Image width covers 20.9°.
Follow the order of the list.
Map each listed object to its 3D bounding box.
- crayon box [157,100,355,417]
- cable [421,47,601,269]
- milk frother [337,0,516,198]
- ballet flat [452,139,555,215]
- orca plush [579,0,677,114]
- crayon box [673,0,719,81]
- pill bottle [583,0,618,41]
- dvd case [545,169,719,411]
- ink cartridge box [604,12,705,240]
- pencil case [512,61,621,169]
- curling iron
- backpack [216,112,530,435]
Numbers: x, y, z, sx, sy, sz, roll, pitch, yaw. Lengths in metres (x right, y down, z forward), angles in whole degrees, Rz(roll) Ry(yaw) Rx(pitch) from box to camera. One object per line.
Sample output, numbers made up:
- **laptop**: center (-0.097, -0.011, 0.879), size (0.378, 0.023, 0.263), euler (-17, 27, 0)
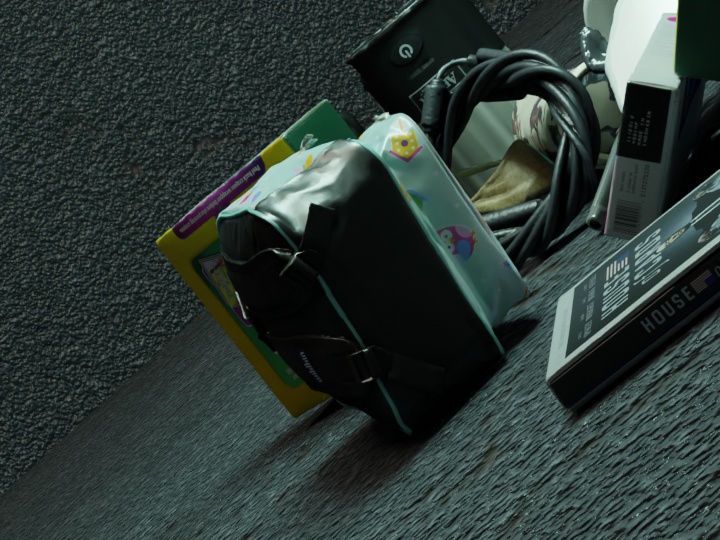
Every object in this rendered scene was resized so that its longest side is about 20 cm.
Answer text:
- **crayon box**: center (-0.036, -0.003, 1.417), size (0.058, 0.173, 0.200), euler (-43, 6, -39)
- **cable**: center (0.096, -0.076, 1.382), size (0.199, 0.050, 0.165), euler (21, 91, 55)
- **milk frother**: center (0.085, -0.146, 1.672), size (0.180, 0.189, 0.200), euler (-35, 8, 36)
- **ballet flat**: center (0.067, -0.030, 1.480), size (0.200, 0.073, 0.068), euler (-39, -18, 25)
- **orca plush**: center (0.206, -0.170, 1.337), size (0.105, 0.071, 0.201), euler (-32, 48, 24)
- **crayon box**: center (0.224, -0.232, 1.108), size (0.201, 0.058, 0.174), euler (-64, -21, -50)
- **pill bottle**: center (0.268, -0.238, 1.519), size (0.200, 0.114, 0.114), euler (-46, 8, -37)
- **dvd case**: center (0.177, -0.019, 0.974), size (0.199, 0.025, 0.150), euler (-39, 6, 15)
- **ink cartridge box**: center (0.185, -0.096, 1.183), size (0.200, 0.037, 0.096), euler (-49, -32, -62)
- **pencil case**: center (0.171, -0.120, 1.473), size (0.090, 0.078, 0.200), euler (-51, 6, -2)
- **curling iron**: center (0.179, -0.102, 1.324), size (0.026, 0.049, 0.201), euler (108, -179, -54)
- **backpack**: center (0.000, 0.000, 1.226), size (0.153, 0.176, 0.200), euler (-41, 10, -20)
